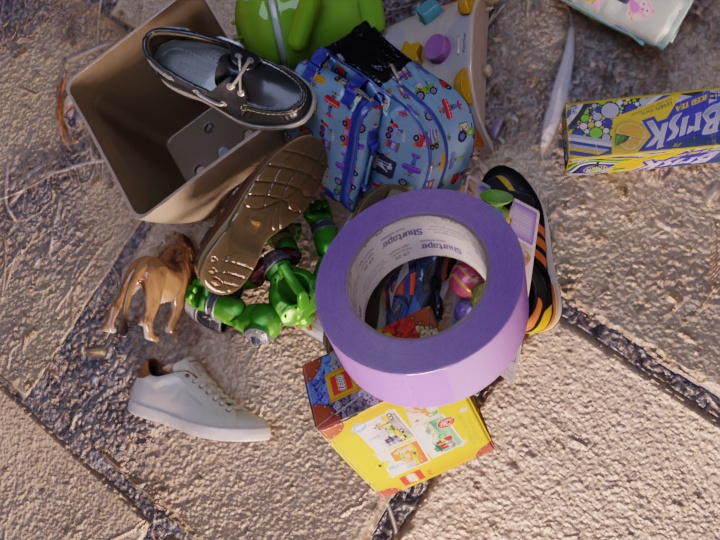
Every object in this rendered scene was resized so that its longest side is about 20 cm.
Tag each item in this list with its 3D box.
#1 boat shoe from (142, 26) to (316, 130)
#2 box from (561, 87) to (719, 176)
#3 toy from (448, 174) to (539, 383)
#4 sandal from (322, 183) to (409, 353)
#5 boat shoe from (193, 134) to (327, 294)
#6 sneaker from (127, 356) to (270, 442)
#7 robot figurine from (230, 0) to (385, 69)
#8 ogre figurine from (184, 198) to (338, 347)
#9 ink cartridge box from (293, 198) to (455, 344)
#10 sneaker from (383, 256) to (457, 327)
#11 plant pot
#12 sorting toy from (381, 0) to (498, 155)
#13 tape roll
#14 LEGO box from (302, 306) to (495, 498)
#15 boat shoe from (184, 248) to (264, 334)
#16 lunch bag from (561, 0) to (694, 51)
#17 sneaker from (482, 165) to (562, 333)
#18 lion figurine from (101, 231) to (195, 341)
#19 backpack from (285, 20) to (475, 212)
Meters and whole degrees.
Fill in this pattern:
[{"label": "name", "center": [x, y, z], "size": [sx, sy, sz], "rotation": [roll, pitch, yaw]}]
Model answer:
[{"label": "boat shoe", "center": [-0.142, -0.204, 0.747], "size": [0.195, 0.060, 0.078], "rotation": [15, 83, 13]}, {"label": "box", "center": [0.336, -0.159, 0.816], "size": [0.194, 0.064, 0.072], "rotation": [-4, 80, 12]}, {"label": "toy", "center": [0.129, 0.013, 0.765], "size": [0.115, 0.046, 0.205], "rotation": [38, 130, 49]}, {"label": "sandal", "center": [0.000, 0.000, 0.780], "size": [0.079, 0.054, 0.205], "rotation": [15, 96, -30]}, {"label": "boat shoe", "center": [-0.116, -0.071, 0.775], "size": [0.202, 0.072, 0.067], "rotation": [-52, 39, -4]}, {"label": "sneaker", "center": [-0.198, 0.156, 0.876], "size": [0.195, 0.073, 0.087], "rotation": [12, 86, 15]}, {"label": "robot figurine", "center": [-0.070, -0.323, 0.893], "size": [0.194, 0.118, 0.177], "rotation": [-14, 33, -3]}, {"label": "ogre figurine", "center": [-0.095, 0.009, 0.817], "size": [0.197, 0.099, 0.120], "rotation": [-22, 57, -32]}, {"label": "ink cartridge box", "center": [0.027, 0.017, 0.874], "size": [0.159, 0.050, 0.203], "rotation": [27, 75, 15]}, {"label": "sneaker", "center": [0.055, 0.027, 0.812], "size": [0.077, 0.075, 0.205], "rotation": [10, 73, 31]}, {"label": "plant pot", "center": [-0.200, -0.175, 0.876], "size": [0.197, 0.177, 0.203], "rotation": [-34, 75, 3]}, {"label": "sorting toy", "center": [0.074, -0.251, 0.886], "size": [0.176, 0.106, 0.206], "rotation": [-2, 80, 31]}, {"label": "tape roll", "center": [0.058, 0.021, 0.665], "size": [0.194, 0.066, 0.204], "rotation": [-9, 53, 11]}, {"label": "LEGO box", "center": [0.047, 0.149, 0.754], "size": [0.146, 0.201, 0.078], "rotation": [-24, 49, 6]}, {"label": "boat shoe", "center": [-0.151, -0.018, 0.896], "size": [0.067, 0.072, 0.204], "rotation": [28, 90, 17]}, {"label": "lunch bag", "center": [0.335, -0.380, 0.825], "size": [0.168, 0.122, 0.203], "rotation": [32, 97, 13]}, {"label": "sneaker", "center": [0.176, -0.029, 0.807], "size": [0.069, 0.089, 0.206], "rotation": [-19, 78, 32]}, {"label": "lion figurine", "center": [-0.245, 0.015, 0.853], "size": [0.071, 0.200, 0.126], "rotation": [16, 91, -6]}, {"label": "backpack", "center": [0.025, -0.152, 0.815], "size": [0.198, 0.185, 0.134], "rotation": [37, 49, 16]}]
